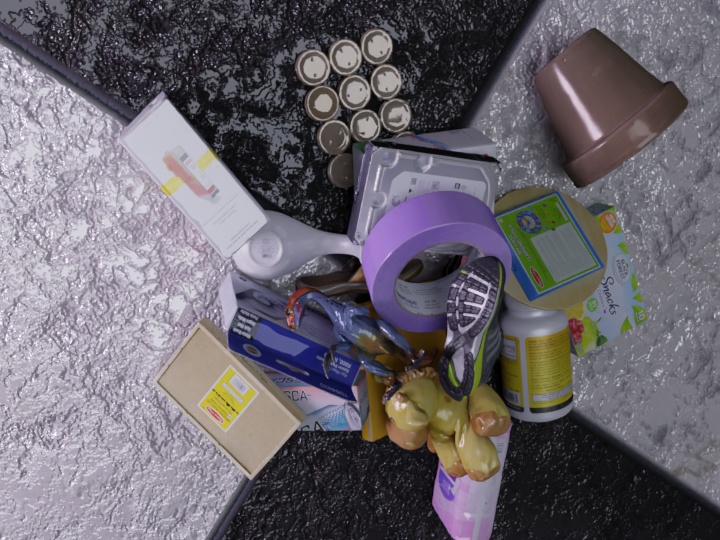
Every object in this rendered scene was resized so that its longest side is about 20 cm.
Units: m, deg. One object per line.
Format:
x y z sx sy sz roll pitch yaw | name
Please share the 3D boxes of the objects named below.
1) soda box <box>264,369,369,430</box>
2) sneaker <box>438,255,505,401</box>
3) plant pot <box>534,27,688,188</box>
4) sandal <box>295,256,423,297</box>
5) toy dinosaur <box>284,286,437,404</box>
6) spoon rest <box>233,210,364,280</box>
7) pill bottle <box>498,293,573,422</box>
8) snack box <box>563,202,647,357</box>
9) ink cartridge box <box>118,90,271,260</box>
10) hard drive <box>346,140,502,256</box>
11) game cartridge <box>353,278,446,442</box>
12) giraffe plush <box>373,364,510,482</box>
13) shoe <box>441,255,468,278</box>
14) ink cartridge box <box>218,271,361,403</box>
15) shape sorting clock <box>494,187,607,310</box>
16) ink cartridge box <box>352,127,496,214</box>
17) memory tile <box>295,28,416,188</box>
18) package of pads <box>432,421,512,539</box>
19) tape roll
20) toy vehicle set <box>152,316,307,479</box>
-0.088 0.186 1.209 0.195 0.064 0.070 -3 104 14 | soda box
0.159 0.072 1.140 0.080 0.073 0.204 -17 126 -47 | sneaker
0.350 -0.252 1.248 0.199 0.200 0.176 -39 91 -6 | plant pot
0.000 0.000 1.235 0.195 0.080 0.055 -8 105 -11 | sandal
-0.011 0.089 1.126 0.181 0.199 0.106 41 98 18 | toy dinosaur
-0.088 -0.034 1.210 0.195 0.061 0.102 2 101 1 | spoon rest
0.273 0.122 1.326 0.110 0.112 0.205 -11 105 -14 | pill bottle
0.368 0.015 1.363 0.140 0.053 0.204 -26 106 -11 | snack box
-0.219 -0.125 1.104 0.083 0.145 0.201 -40 110 -3 | ink cartridge box
0.088 -0.096 1.159 0.195 0.038 0.143 5 112 -21 | hard drive
0.062 0.132 1.275 0.174 0.032 0.205 -17 106 -38 | game cartridge
0.104 0.199 1.209 0.159 0.171 0.206 1 88 -33 | giraffe plush
0.159 0.054 1.302 0.089 0.071 0.205 18 91 -18 | shoe
-0.096 0.086 1.156 0.197 0.200 0.041 26 103 -21 | ink cartridge box
0.277 -0.034 1.280 0.195 0.039 0.204 4 64 -8 | shape sorting clock
0.093 -0.115 1.223 0.195 0.084 0.148 -9 116 -15 | ink cartridge box
-0.002 -0.232 1.216 0.150 0.017 0.204 -21 108 -12 | memory tile
0.172 0.310 1.330 0.074 0.120 0.205 6 101 -18 | package of pads
0.103 -0.008 1.147 0.195 0.066 0.203 -8 135 -8 | tape roll
-0.184 0.179 1.181 0.200 0.027 0.124 44 111 1 | toy vehicle set
